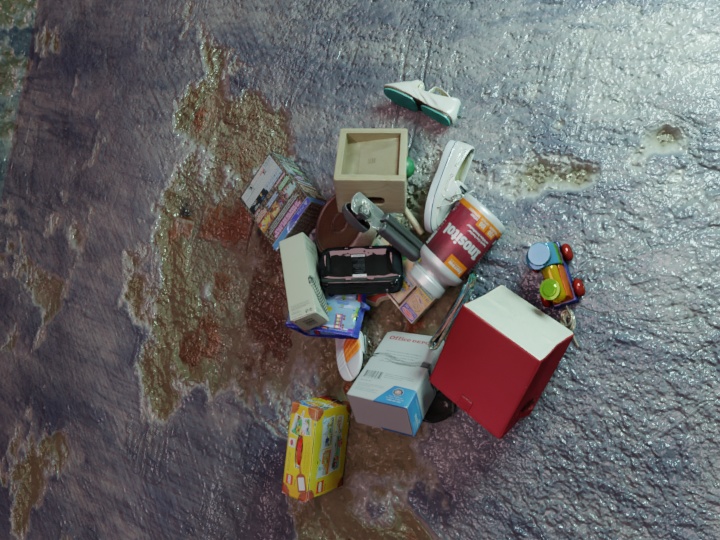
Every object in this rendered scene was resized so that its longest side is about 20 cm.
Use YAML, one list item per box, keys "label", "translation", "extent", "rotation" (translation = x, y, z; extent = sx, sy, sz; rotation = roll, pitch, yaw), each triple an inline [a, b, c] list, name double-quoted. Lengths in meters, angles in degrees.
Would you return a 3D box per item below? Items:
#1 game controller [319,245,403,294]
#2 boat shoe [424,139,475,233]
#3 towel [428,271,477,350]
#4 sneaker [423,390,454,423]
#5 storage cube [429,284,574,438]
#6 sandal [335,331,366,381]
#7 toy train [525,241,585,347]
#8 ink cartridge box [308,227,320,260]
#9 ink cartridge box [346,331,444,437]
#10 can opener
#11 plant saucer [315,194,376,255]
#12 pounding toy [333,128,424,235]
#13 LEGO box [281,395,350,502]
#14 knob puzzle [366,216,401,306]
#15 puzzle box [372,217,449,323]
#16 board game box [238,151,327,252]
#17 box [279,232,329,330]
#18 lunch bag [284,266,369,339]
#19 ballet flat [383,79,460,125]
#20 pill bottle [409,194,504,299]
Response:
- label: "game controller"
  translation: [0.000, 0.000, 1.309]
  extent: [0.194, 0.042, 0.108]
  rotation: [-2, 92, 17]
- label: "boat shoe"
  translation: [0.204, -0.174, 1.261]
  extent: [0.084, 0.074, 0.208]
  rotation: [18, 87, 30]
- label: "towel"
  translation: [0.188, 0.076, 1.173]
  extent: [0.021, 0.200, 0.149]
  rotation: [31, 103, 8]
- label: "sneaker"
  translation: [0.109, 0.295, 1.275]
  extent: [0.195, 0.079, 0.078]
  rotation: [-4, 83, 32]
- label: "storage cube"
  translation: [0.262, 0.163, 1.102]
  extent: [0.199, 0.169, 0.184]
  rotation: [37, 123, 28]
- label: "sandal"
  translation: [-0.019, 0.164, 1.387]
  extent: [0.079, 0.058, 0.211]
  rotation: [-37, 46, 28]
- label: "toy train"
  translation: [0.371, 0.044, 1.099]
  extent: [0.083, 0.115, 0.206]
  rotation: [-22, 74, 29]
- label: "ink cartridge box"
  translation: [-0.042, -0.096, 1.418]
  extent: [0.198, 0.039, 0.102]
  rotation: [-35, 53, 25]
- label: "ink cartridge box"
  translation: [0.083, 0.230, 1.223]
  extent: [0.141, 0.201, 0.086]
  rotation: [4, 127, 32]
- label: "can opener"
  translation: [0.046, -0.087, 1.251]
  extent: [0.066, 0.198, 0.054]
  rotation: [-29, 31, 45]
- label: "plant saucer"
  translation: [-0.040, -0.108, 1.372]
  extent: [0.196, 0.034, 0.207]
  rotation: [-17, 62, 35]
- label: "pounding toy"
  translation: [0.048, -0.196, 1.296]
  extent: [0.193, 0.144, 0.188]
  rotation: [1, 54, 6]
- label: "LEGO box"
  translation: [-0.100, 0.408, 1.360]
  extent: [0.075, 0.147, 0.207]
  rotation: [6, 89, 32]
- label: "knob puzzle"
  translation: [0.020, -0.015, 1.388]
  extent: [0.214, 0.030, 0.228]
  rotation: [-3, 85, 33]
- label: "puzzle box"
  translation: [0.098, 0.000, 1.314]
  extent: [0.133, 0.025, 0.201]
  rotation: [-47, 70, 14]
- label: "board game box"
  translation: [-0.195, -0.171, 1.502]
  extent: [0.160, 0.096, 0.201]
  rotation: [-49, 63, 20]
- label: "box"
  translation: [-0.130, 0.025, 1.339]
  extent: [0.067, 0.082, 0.205]
  rotation: [-19, 64, 15]
- label: "lunch bag"
  translation: [-0.064, 0.075, 1.375]
  extent: [0.195, 0.094, 0.155]
  rotation: [1, 71, 35]
- label: "ballet flat"
  translation: [0.143, -0.392, 1.325]
  extent: [0.197, 0.069, 0.071]
  rotation: [32, 103, 27]
- label: "pill bottle"
  translation: [0.196, -0.045, 1.208]
  extent: [0.113, 0.112, 0.201]
  rotation: [44, 100, 27]
